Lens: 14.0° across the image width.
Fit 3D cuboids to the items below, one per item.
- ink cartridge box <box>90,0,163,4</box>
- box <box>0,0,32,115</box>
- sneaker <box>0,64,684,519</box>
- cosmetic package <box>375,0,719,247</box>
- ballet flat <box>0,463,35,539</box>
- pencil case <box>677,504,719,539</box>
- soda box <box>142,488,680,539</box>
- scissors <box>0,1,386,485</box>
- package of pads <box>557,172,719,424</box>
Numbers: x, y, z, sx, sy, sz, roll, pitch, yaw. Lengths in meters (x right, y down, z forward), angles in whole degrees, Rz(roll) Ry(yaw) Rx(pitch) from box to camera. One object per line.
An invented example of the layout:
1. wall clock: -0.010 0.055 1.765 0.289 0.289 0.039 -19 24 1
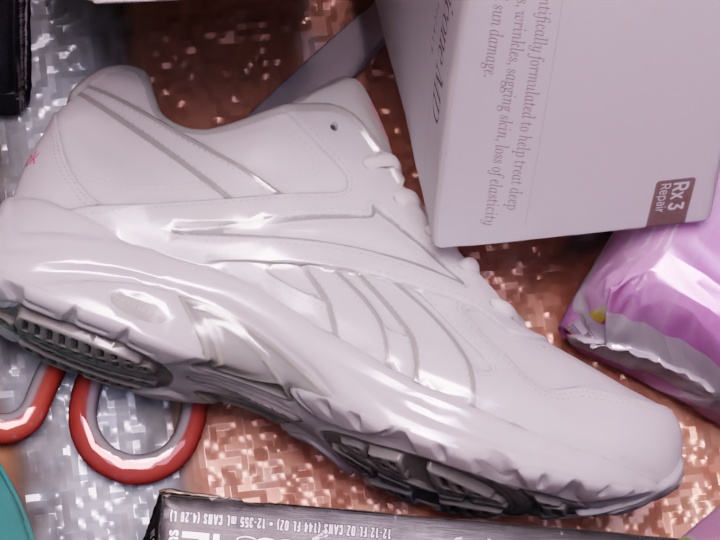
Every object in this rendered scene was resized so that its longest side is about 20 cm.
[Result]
1. ink cartridge box: -0.041 -0.159 0.736 0.083 0.200 0.177 -5 98 -9
2. box: -0.146 -0.160 0.748 0.122 0.198 0.202 -3 75 -6
3. sneaker: 0.000 0.000 0.777 0.199 0.078 0.100 22 74 -3
4. cosmetic package: 0.043 -0.118 0.776 0.081 0.113 0.201 -4 50 -8
5. ballet flat: -0.105 0.108 0.739 0.068 0.067 0.200 7 34 -36
6. pencil case: 0.109 0.092 0.710 0.200 0.087 0.088 -41 84 -12
7. soda box: 0.040 0.105 0.774 0.198 0.063 0.071 5 75 -6
8. scissors: -0.042 -0.031 0.824 0.073 0.014 0.201 29 75 2
9. package of pads: 0.155 -0.035 0.822 0.120 0.076 0.201 32 73 0
